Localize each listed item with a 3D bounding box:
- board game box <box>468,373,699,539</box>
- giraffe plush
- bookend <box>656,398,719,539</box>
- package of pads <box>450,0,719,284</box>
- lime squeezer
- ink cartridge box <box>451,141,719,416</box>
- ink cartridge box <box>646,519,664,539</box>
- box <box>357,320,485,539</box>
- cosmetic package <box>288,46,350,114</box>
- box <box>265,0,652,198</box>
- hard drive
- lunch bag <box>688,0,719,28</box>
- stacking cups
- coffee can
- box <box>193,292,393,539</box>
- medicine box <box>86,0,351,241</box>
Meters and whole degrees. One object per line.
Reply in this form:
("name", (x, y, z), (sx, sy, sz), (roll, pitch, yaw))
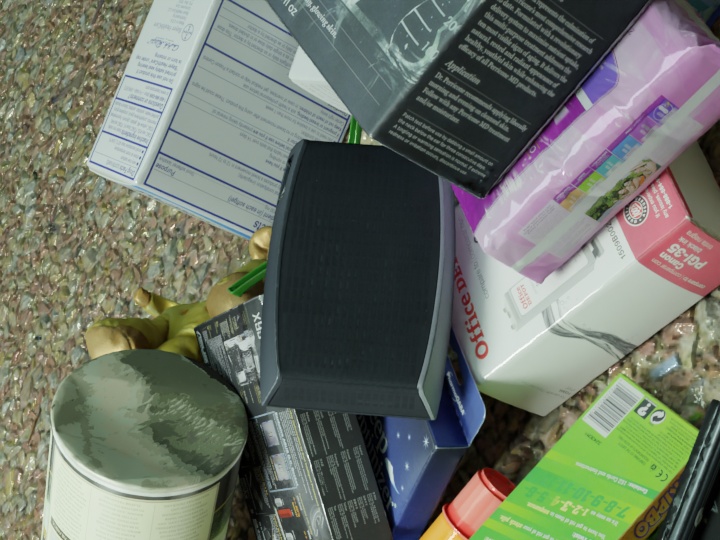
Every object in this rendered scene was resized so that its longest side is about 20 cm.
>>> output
("board game box", (0.134, 0.165, 0.973), (0.200, 0.030, 0.095), (-45, 36, -4))
("giraffe plush", (-0.110, 0.058, 1.276), (0.162, 0.173, 0.200), (-33, 14, 21))
("bookend", (0.254, 0.202, 0.813), (0.199, 0.092, 0.200), (21, 88, 50))
("package of pads", (0.145, -0.102, 0.968), (0.200, 0.075, 0.121), (-45, 42, 23))
("lime squeezer", (-0.032, -0.058, 1.220), (0.201, 0.070, 0.038), (-58, 28, 7))
("ink cartridge box", (0.151, -0.015, 1.042), (0.200, 0.082, 0.147), (-41, 46, 28))
("ink cartridge box", (0.136, 0.224, 0.974), (0.145, 0.048, 0.202), (15, 86, 51))
("box", (0.029, 0.123, 1.093), (0.122, 0.032, 0.201), (-110, 32, -41))
("cosmetic package", (0.044, -0.165, 1.225), (0.199, 0.101, 0.075), (13, 82, 52))
("box", (0.059, -0.192, 0.942), (0.197, 0.124, 0.200), (-49, 48, 15))
("hard drive", (0.000, 0.000, 1.043), (0.042, 0.134, 0.202), (93, -178, -64))
("lunch bag", (0.131, -0.167, 1.068), (0.201, 0.169, 0.128), (-56, 43, 13))
("stacking cups", (0.046, 0.229, 1.069), (0.200, 0.060, 0.061), (-50, 42, 15))
("coffee can", (-0.171, 0.183, 1.150), (0.147, 0.145, 0.201), (-118, 32, -44))
("box", (-0.054, 0.119, 1.124), (0.158, 0.049, 0.202), (-26, 81, 64))
("medicine box", (-0.113, -0.142, 1.325), (0.103, 0.181, 0.201), (23, 89, 51))
